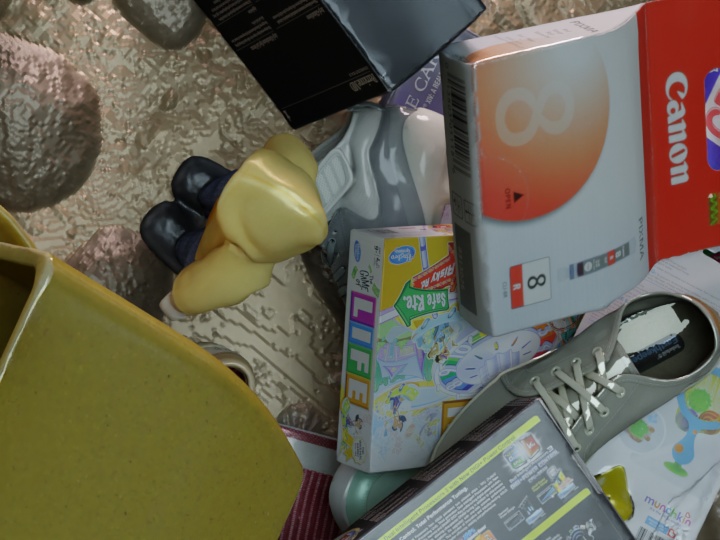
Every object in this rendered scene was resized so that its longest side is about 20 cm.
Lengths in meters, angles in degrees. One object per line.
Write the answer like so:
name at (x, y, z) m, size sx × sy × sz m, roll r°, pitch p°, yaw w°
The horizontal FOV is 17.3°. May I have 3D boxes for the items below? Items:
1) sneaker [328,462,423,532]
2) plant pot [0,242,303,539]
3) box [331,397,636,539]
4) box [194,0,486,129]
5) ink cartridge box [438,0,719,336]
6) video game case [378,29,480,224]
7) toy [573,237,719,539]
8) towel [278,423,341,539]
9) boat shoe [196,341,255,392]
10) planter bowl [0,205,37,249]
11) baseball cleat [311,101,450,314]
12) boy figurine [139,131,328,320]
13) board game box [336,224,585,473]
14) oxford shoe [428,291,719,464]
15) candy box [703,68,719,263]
sneaker at (0.081, 0.166, 1.371) m, size 0.200 × 0.118 × 0.074 m, roll 36°, pitch 75°, yaw -23°
plant pot at (-0.150, 0.110, 1.223) m, size 0.199 × 0.195 × 0.195 m, roll 27°, pitch 83°, yaw -29°
box at (0.058, 0.189, 1.261) m, size 0.200 × 0.044 × 0.161 m, roll -37°, pitch 96°, yaw -15°
box at (-0.028, -0.165, 1.333) m, size 0.079 × 0.200 × 0.141 m, roll -38°, pitch 99°, yaw -15°
ink cartridge box at (0.145, -0.062, 1.329) m, size 0.199 × 0.050 × 0.163 m, roll -13°, pitch 113°, yaw -18°
video game case at (0.095, -0.050, 1.458) m, size 0.199 × 0.019 × 0.143 m, roll 28°, pitch 80°, yaw -13°
toy at (0.170, 0.074, 1.396) m, size 0.115 × 0.047 × 0.201 m, roll 28°, pitch 69°, yaw 0°
towel at (-0.029, 0.200, 1.409) m, size 0.143 × 0.023 × 0.201 m, roll 17°, pitch 82°, yaw -15°
boat shoe at (-0.128, 0.125, 1.358) m, size 0.074 × 0.069 × 0.201 m, roll 35°, pitch 79°, yaw -12°
planter bowl at (-0.270, 0.040, 1.306) m, size 0.199 × 0.083 × 0.202 m, roll -2°, pitch 95°, yaw -23°
baseball cleat at (0.000, 0.000, 1.400) m, size 0.106 × 0.070 × 0.201 m, roll 8°, pitch 96°, yaw -2°
boy figurine at (-0.070, -0.025, 1.315) m, size 0.064 × 0.200 × 0.125 m, roll 37°, pitch 81°, yaw -12°
board game box at (0.079, 0.040, 1.385) m, size 0.199 × 0.034 × 0.135 m, roll -4°, pitch 103°, yaw -36°
oxford shoe at (0.122, 0.071, 1.337) m, size 0.199 × 0.058 × 0.075 m, roll -32°, pitch 78°, yaw -9°
candy box at (0.256, -0.087, 1.467) m, size 0.200 × 0.077 × 0.170 m, roll 37°, pitch 70°, yaw -12°
